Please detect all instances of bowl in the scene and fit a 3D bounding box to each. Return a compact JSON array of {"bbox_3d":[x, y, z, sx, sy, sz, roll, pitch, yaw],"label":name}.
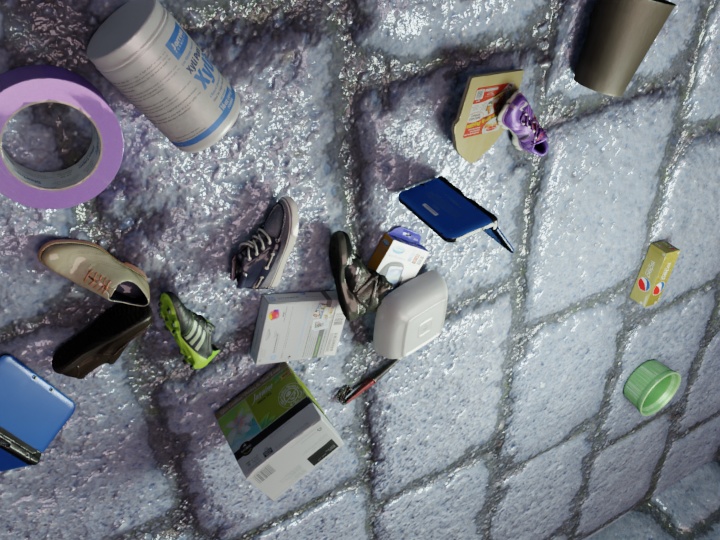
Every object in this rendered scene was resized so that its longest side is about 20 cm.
[{"bbox_3d":[0.127,0.114,1.559,0.199,0.075,0.201,-26,140,-29],"label":"bowl"}]

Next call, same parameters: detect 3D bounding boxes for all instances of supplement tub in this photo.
[{"bbox_3d":[-0.285,-0.284,0.988,0.132,0.132,0.200,-43,136,-1],"label":"supplement tub"}]

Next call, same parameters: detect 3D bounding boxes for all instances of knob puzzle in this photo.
[{"bbox_3d":[0.251,-0.319,1.392,0.219,0.030,0.220,-32,143,-28],"label":"knob puzzle"}]

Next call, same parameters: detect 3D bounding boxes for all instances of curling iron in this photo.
[{"bbox_3d":[0.023,0.274,1.670,0.199,0.026,0.050,-31,136,-13],"label":"curling iron"}]

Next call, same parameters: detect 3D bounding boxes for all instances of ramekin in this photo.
[{"bbox_3d":[1.061,0.424,2.438,0.199,0.098,0.201,-18,130,-23],"label":"ramekin"}]

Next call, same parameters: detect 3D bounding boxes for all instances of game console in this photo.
[{"bbox_3d":[0.199,-0.099,1.393,0.170,0.200,0.119,-22,131,-19],"label":"game console"},{"bbox_3d":[-0.657,0.262,1.204,0.170,0.119,0.200,-14,135,15],"label":"game console"}]

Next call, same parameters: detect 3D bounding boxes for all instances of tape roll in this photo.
[{"bbox_3d":[-0.458,-0.194,0.982,0.199,0.066,0.201,-18,130,-23],"label":"tape roll"}]

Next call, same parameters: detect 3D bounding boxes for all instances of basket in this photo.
[{"bbox_3d":[0.548,-0.486,1.418,0.179,0.136,0.201,-3,126,-28],"label":"basket"}]

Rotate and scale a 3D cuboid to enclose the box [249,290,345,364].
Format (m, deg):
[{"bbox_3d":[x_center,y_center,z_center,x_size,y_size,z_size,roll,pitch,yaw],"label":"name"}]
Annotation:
[{"bbox_3d":[-0.130,0.122,1.448,0.199,0.041,0.157,-4,122,-34],"label":"box"}]

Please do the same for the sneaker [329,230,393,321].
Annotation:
[{"bbox_3d":[0.000,0.000,1.404,0.114,0.076,0.201,-19,111,-16],"label":"sneaker"}]

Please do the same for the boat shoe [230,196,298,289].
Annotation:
[{"bbox_3d":[-0.185,-0.047,1.264,0.092,0.075,0.201,-6,125,-40],"label":"boat shoe"}]

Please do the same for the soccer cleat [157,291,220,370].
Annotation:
[{"bbox_3d":[-0.330,0.107,1.292,0.081,0.067,0.201,-40,138,-29],"label":"soccer cleat"}]

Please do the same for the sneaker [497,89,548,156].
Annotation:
[{"bbox_3d":[0.360,-0.312,1.427,0.081,0.083,0.200,-53,144,4],"label":"sneaker"}]

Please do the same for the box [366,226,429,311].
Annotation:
[{"bbox_3d":[0.070,0.001,1.500,0.119,0.042,0.201,15,114,-40],"label":"box"}]

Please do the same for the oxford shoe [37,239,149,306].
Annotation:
[{"bbox_3d":[-0.441,0.006,1.128,0.199,0.074,0.071,24,106,-42],"label":"oxford shoe"}]

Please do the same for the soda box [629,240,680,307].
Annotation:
[{"bbox_3d":[0.911,0.011,2.064,0.067,0.064,0.201,-11,126,-27],"label":"soda box"}]

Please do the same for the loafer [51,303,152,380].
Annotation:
[{"bbox_3d":[-0.459,0.128,1.214,0.199,0.073,0.071,-31,139,-1],"label":"loafer"}]

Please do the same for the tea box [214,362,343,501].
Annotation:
[{"bbox_3d":[-0.180,0.349,1.466,0.200,0.197,0.134,-37,135,-7],"label":"tea box"}]
